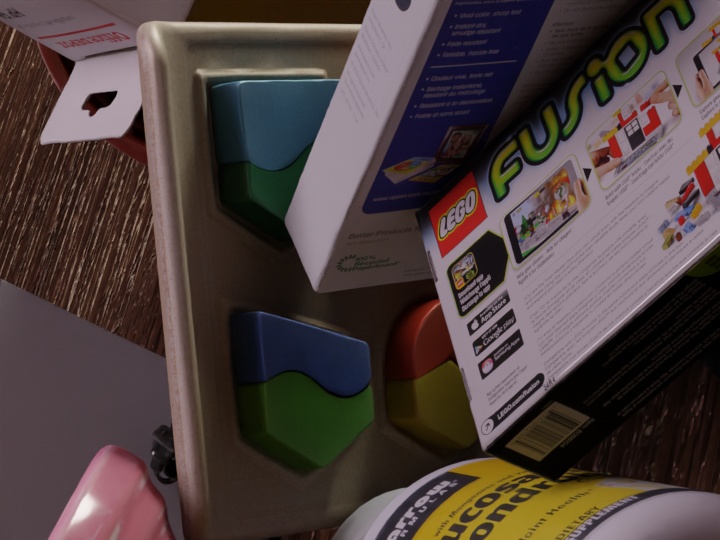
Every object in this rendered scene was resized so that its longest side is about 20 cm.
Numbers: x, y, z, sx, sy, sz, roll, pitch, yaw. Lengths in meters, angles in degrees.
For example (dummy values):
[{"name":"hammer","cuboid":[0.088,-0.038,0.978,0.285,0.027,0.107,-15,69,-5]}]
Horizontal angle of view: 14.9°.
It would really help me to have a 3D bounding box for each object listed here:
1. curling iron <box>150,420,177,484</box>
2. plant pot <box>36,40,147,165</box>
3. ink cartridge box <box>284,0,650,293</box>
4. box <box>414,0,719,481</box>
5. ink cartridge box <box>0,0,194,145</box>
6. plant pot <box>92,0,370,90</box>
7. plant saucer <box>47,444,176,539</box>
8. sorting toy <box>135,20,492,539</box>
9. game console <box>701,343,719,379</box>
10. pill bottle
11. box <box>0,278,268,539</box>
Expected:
[{"name":"curling iron","cuboid":[-0.038,0.011,1.208,0.200,0.026,0.050,-62,-16,9]},{"name":"plant pot","cuboid":[-0.084,-0.159,1.454,0.201,0.200,0.195,-61,15,3]},{"name":"ink cartridge box","cuboid":[0.048,-0.072,0.916,0.039,0.099,0.200,66,148,31]},{"name":"box","cuboid":[0.104,-0.036,0.864,0.200,0.035,0.110,-43,40,28]},{"name":"ink cartridge box","cuboid":[-0.105,-0.158,1.181,0.116,0.068,0.200,0,65,64]},{"name":"plant pot","cuboid":[-0.006,-0.147,1.275,0.200,0.176,0.200,-59,23,5]},{"name":"plant saucer","cuboid":[-0.112,0.159,0.946,0.201,0.051,0.201,-64,2,4]},{"name":"sorting toy","cuboid":[0.000,0.000,1.018,0.036,0.200,0.186,-7,88,41]},{"name":"game console","cuboid":[0.150,-0.065,0.962,0.176,0.116,0.200,-43,38,2]},{"name":"pill bottle","cuboid":[0.061,0.121,0.920,0.200,0.112,0.112,2,66,64]},{"name":"box","cuboid":[-0.161,0.132,1.257,0.131,0.200,0.199,-32,37,54]}]
